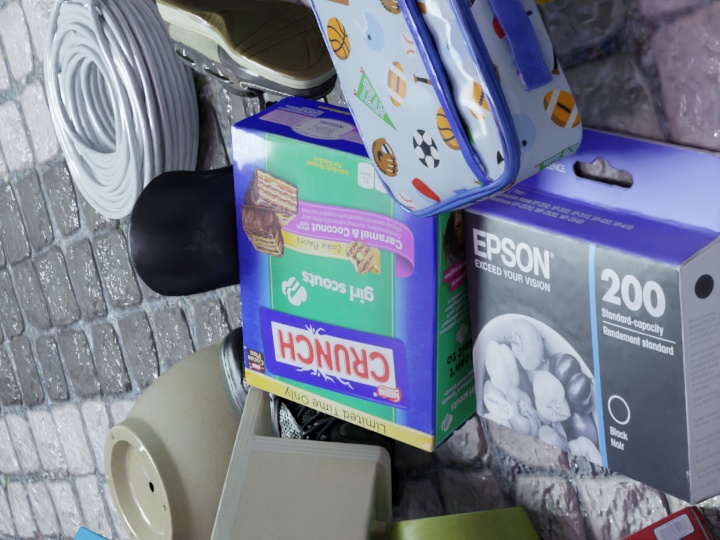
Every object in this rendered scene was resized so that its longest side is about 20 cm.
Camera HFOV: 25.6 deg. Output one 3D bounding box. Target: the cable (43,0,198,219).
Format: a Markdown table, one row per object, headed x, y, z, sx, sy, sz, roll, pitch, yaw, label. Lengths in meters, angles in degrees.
| x | y | z | sx | sy | sz | roll | pitch | yaw | label |
| --- | --- | --- | --- | --- | --- | --- | --- | --- | --- |
| -0.211 | -0.148 | 1.382 | 0.201 | 0.069 | 0.200 | 63 | 148 | 14 | cable |

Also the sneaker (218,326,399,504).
| x | y | z | sx | sy | sz | roll | pitch | yaw | label |
| --- | --- | --- | --- | --- | --- | --- | --- | --- | --- |
| -0.034 | 0.114 | 1.232 | 0.201 | 0.076 | 0.114 | 59 | 144 | 15 | sneaker |

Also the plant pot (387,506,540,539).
| x | y | z | sx | sy | sz | roll | pitch | yaw | label |
| --- | --- | --- | --- | --- | --- | --- | --- | --- | --- |
| 0.077 | 0.264 | 1.060 | 0.187 | 0.185 | 0.202 | -23 | 72 | 58 | plant pot |

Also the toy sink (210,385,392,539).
| x | y | z | sx | sy | sz | roll | pitch | yaw | label |
| --- | --- | --- | --- | --- | --- | --- | --- | --- | --- |
| -0.036 | 0.196 | 1.114 | 0.201 | 0.111 | 0.131 | -79 | -9 | -50 | toy sink |

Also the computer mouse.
| x | y | z | sx | sy | sz | roll | pitch | yaw | label |
| --- | --- | --- | --- | --- | --- | --- | --- | --- | --- |
| -0.087 | -0.041 | 1.142 | 0.052 | 0.199 | 0.140 | 3 | 107 | 34 | computer mouse |

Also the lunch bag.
| x | y | z | sx | sy | sz | roll | pitch | yaw | label |
| --- | --- | --- | --- | --- | --- | --- | --- | --- | --- |
| 0.041 | -0.137 | 0.898 | 0.160 | 0.075 | 0.202 | -17 | 98 | 65 | lunch bag |

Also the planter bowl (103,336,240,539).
| x | y | z | sx | sy | sz | roll | pitch | yaw | label |
| --- | --- | --- | --- | --- | --- | --- | --- | --- | --- |
| -0.136 | 0.170 | 1.358 | 0.200 | 0.134 | 0.202 | 32 | 131 | 47 | planter bowl |

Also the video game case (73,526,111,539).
| x | y | z | sx | sy | sz | roll | pitch | yaw | label |
| --- | --- | --- | --- | --- | --- | --- | --- | --- | --- |
| -0.143 | 0.285 | 1.401 | 0.143 | 0.199 | 0.018 | 8 | 68 | 55 | video game case |

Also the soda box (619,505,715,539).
| x | y | z | sx | sy | sz | roll | pitch | yaw | label |
| --- | --- | --- | --- | --- | --- | --- | --- | --- | --- |
| 0.122 | 0.210 | 0.930 | 0.064 | 0.199 | 0.070 | 64 | -170 | 14 | soda box |

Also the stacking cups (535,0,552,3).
| x | y | z | sx | sy | sz | roll | pitch | yaw | label |
| --- | --- | --- | --- | --- | --- | --- | --- | --- | --- |
| 0.057 | -0.226 | 0.953 | 0.200 | 0.060 | 0.061 | 45 | 139 | 44 | stacking cups |

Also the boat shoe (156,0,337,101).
| x | y | z | sx | sy | sz | roll | pitch | yaw | label |
| --- | --- | --- | --- | --- | --- | --- | --- | --- | --- |
| -0.081 | -0.163 | 1.180 | 0.200 | 0.071 | 0.067 | 32 | 144 | 41 | boat shoe |

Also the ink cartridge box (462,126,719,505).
| x | y | z | sx | sy | sz | roll | pitch | yaw | label |
| --- | --- | --- | --- | --- | --- | --- | --- | --- | --- |
| 0.137 | 0.016 | 0.950 | 0.197 | 0.043 | 0.202 | 19 | 119 | 53 | ink cartridge box |

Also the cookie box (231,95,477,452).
| x | y | z | sx | sy | sz | roll | pitch | yaw | label |
| --- | --- | --- | --- | --- | --- | --- | --- | --- | --- |
| 0.000 | 0.000 | 1.083 | 0.170 | 0.075 | 0.202 | 16 | 120 | 33 | cookie box |
